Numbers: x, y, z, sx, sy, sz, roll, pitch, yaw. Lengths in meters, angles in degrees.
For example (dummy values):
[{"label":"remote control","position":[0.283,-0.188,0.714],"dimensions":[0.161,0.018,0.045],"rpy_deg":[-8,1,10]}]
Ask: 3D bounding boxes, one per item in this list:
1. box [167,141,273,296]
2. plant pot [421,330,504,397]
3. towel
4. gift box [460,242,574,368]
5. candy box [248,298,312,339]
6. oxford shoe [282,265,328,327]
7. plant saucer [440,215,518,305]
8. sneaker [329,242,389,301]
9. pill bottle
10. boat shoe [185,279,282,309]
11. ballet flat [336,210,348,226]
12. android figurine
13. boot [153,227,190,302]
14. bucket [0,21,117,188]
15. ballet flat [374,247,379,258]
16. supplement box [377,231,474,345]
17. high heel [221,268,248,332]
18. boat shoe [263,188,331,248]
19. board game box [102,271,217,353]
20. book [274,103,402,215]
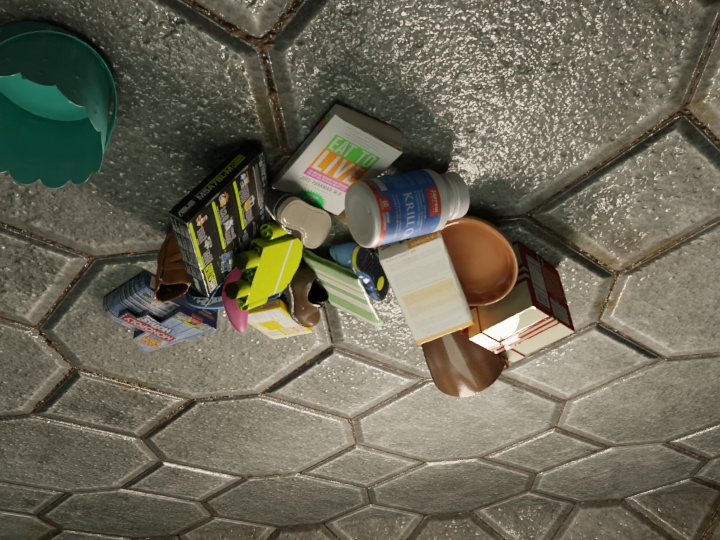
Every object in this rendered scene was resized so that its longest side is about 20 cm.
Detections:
[{"label":"box","position":[-0.225,-0.084,1.100],"dimensions":[0.047,0.193,0.201],"rpy_deg":[30,149,19]},{"label":"plant pot","position":[0.210,0.153,1.490],"dimensions":[0.186,0.188,0.200],"rpy_deg":[-19,127,20]},{"label":"towel","position":[-0.031,0.042,1.354],"dimensions":[0.152,0.023,0.200],"rpy_deg":[25,157,32]},{"label":"gift box","position":[0.312,0.084,1.370],"dimensions":[0.184,0.201,0.186],"rpy_deg":[31,133,-32]},{"label":"candy box","position":[-0.189,0.112,1.463],"dimensions":[0.101,0.027,0.200],"rpy_deg":[-13,157,11]},{"label":"oxford shoe","position":[-0.108,0.068,1.389],"dimensions":[0.084,0.073,0.200],"rpy_deg":[17,151,18]},{"label":"plant saucer","position":[0.212,-0.022,1.281],"dimensions":[0.199,0.037,0.201],"rpy_deg":[14,128,19]},{"label":"sneaker","position":[0.000,0.000,1.347],"dimensions":[0.078,0.066,0.200],"rpy_deg":[9,158,29]},{"label":"pill bottle","position":[0.083,-0.112,1.114],"dimensions":[0.199,0.113,0.113],"rpy_deg":[-16,150,-25]},{"label":"boat shoe","position":[-0.261,0.025,1.348],"dimensions":[0.199,0.084,0.069],"rpy_deg":[-11,139,-18]},{"label":"ballet flat","position":[0.055,-0.095,1.207],"dimensions":[0.198,0.066,0.071],"rpy_deg":[-7,142,4]},{"label":"android figurine","position":[-0.174,-0.009,1.223],"dimensions":[0.041,0.200,0.183],"rpy_deg":[29,115,19]},{"label":"boot","position":[-0.307,-0.044,1.165],"dimensions":[0.199,0.156,0.077],"rpy_deg":[-31,131,33]},{"label":"bucket","position":[-0.448,-0.232,0.913],"dimensions":[0.205,0.136,0.208],"rpy_deg":[-3,145,-2]},{"label":"ballet flat","position":[0.102,-0.002,1.348],"dimensions":[0.072,0.072,0.200],"rpy_deg":[-23,132,24]},{"label":"supplement box","position":[0.127,0.027,1.260],"dimensions":[0.125,0.074,0.201],"rpy_deg":[-21,113,8]},{"label":"high heel","position":[-0.217,0.021,1.269],"dimensions":[0.095,0.202,0.067],"rpy_deg":[-4,-174,12]},{"label":"boat shoe","position":[-0.111,-0.097,1.173],"dimensions":[0.073,0.063,0.200],"rpy_deg":[-54,158,0]},{"label":"board game box","position":[-0.456,0.105,1.438],"dimensions":[0.199,0.062,0.200],"rpy_deg":[-28,137,29]},{"label":"book","position":[-0.041,-0.183,1.102],"dimensions":[0.133,0.048,0.200],"rpy_deg":[20,141,-27]}]
